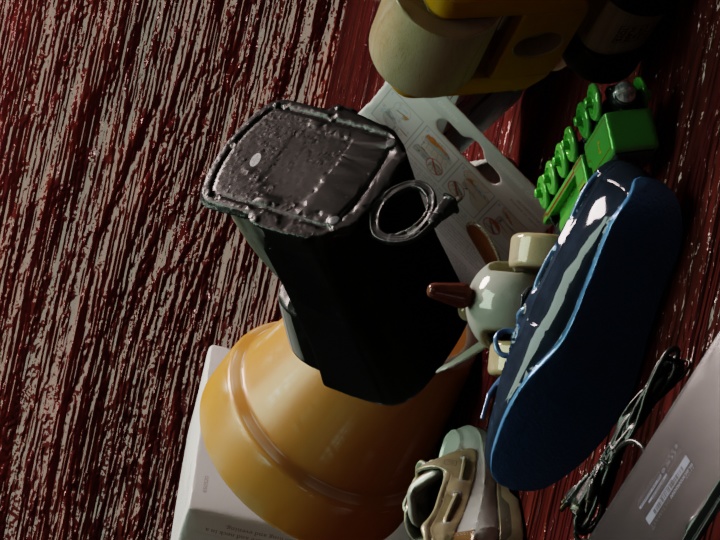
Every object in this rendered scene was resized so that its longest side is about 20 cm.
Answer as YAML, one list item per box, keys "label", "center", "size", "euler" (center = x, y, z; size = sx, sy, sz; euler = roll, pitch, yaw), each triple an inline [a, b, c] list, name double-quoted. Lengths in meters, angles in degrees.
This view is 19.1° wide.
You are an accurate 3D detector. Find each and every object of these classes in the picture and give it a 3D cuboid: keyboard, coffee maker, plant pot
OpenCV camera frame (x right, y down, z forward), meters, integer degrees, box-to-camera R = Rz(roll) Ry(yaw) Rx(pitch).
- label: "keyboard"
  center: [0.141, 0.093, 0.991]
  size: [0.201, 0.021, 0.127]
  euler: [-59, 20, 14]
- label: "coffee maker"
  center: [0.000, 0.000, 1.523]
  size: [0.192, 0.134, 0.200]
  euler: [45, 168, 43]
- label: "plant pot"
  center: [-0.002, 0.091, 1.727]
  size: [0.183, 0.199, 0.201]
  euler: [-53, 21, 35]

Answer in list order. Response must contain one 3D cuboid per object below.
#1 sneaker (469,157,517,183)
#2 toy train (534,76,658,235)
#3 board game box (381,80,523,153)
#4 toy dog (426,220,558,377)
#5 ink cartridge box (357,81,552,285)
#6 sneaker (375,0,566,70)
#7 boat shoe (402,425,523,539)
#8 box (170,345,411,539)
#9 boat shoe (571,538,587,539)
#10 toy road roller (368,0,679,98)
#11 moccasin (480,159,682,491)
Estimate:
- label: "sneaker"
  center: [0.088, -0.042, 1.712]
  size: [0.200, 0.074, 0.082]
  euler: [-165, 56, -78]
- label: "toy train"
  center: [0.145, -0.061, 1.322]
  size: [0.200, 0.041, 0.057]
  euler: [109, 152, -71]
- label: "board game box"
  center: [0.086, -0.171, 1.622]
  size: [0.148, 0.064, 0.200]
  euler: [-45, -13, -36]
- label: "toy dog"
  center: [0.083, 0.028, 1.411]
  size: [0.200, 0.096, 0.133]
  euler: [110, 171, -64]
- label: "ink cartridge box"
  center: [0.060, -0.064, 1.584]
  size: [0.047, 0.160, 0.200]
  euler: [-43, -3, -34]
- label: "sneaker"
  center: [0.085, -0.184, 1.402]
  size: [0.075, 0.199, 0.105]
  euler: [94, 170, -59]
- label: "boat shoe"
  center: [0.066, 0.156, 1.483]
  size: [0.200, 0.068, 0.075]
  euler: [-103, 26, -73]
- label: "box"
  center: [-0.058, 0.194, 1.869]
  size: [0.201, 0.198, 0.131]
  euler: [-86, 12, -48]
- label: "boat shoe"
  center: [0.111, 0.205, 1.040]
  size: [0.200, 0.073, 0.068]
  euler: [-73, -16, -61]
- label: "toy road roller"
  center: [0.098, -0.196, 1.304]
  size: [0.123, 0.199, 0.147]
  euler: [116, 142, -65]
- label: "moccasin"
  center: [0.127, 0.032, 1.220]
  size: [0.201, 0.080, 0.068]
  euler: [-62, 27, 19]
